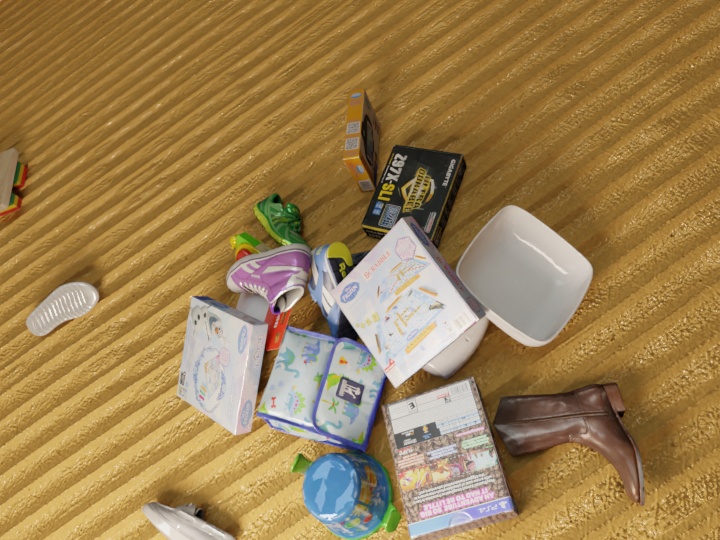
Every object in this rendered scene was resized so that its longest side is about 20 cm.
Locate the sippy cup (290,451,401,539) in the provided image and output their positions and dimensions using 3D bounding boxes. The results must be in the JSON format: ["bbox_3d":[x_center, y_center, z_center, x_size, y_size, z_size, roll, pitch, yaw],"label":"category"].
[{"bbox_3d":[-0.027,0.352,0.921,0.174,0.131,0.142,-15,61,13],"label":"sippy cup"}]

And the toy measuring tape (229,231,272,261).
[{"bbox_3d":[-0.200,-0.010,1.218,0.198,0.074,0.074,33,79,13],"label":"toy measuring tape"}]

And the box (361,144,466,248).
[{"bbox_3d":[0.109,-0.150,1.167,0.157,0.049,0.203,13,71,28],"label":"box"}]

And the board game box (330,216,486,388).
[{"bbox_3d":[0.071,0.054,0.950,0.200,0.041,0.201,-44,75,30],"label":"board game box"}]

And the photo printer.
[{"bbox_3d":[0.122,0.080,1.025,0.198,0.070,0.168,32,79,24],"label":"photo printer"}]

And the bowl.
[{"bbox_3d":[0.265,0.017,0.968,0.199,0.075,0.200,39,64,10],"label":"bowl"}]

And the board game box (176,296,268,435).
[{"bbox_3d":[-0.263,0.171,1.084,0.197,0.043,0.205,17,99,41],"label":"board game box"}]

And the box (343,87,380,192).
[{"bbox_3d":[0.006,-0.287,1.233,0.041,0.119,0.204,-3,64,19],"label":"box"}]

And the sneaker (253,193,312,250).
[{"bbox_3d":[-0.159,-0.100,1.230,0.083,0.074,0.200,-43,57,1],"label":"sneaker"}]

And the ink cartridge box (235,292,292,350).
[{"bbox_3d":[-0.191,0.075,1.111,0.199,0.056,0.166,-25,45,59],"label":"ink cartridge box"}]

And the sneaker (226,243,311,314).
[{"bbox_3d":[-0.179,0.030,1.057,0.198,0.072,0.116,-20,54,33],"label":"sneaker"}]

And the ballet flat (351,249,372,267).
[{"bbox_3d":[0.000,0.000,1.119,0.196,0.073,0.074,-16,60,10],"label":"ballet flat"}]

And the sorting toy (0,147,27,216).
[{"bbox_3d":[-1.048,-0.220,1.640,0.195,0.070,0.204,-17,60,13],"label":"sorting toy"}]

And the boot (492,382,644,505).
[{"bbox_3d":[0.306,0.267,0.871,0.196,0.065,0.189,-11,48,12],"label":"boot"}]

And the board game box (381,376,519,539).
[{"bbox_3d":[0.138,0.295,0.904,0.156,0.097,0.203,-19,59,11],"label":"board game box"}]

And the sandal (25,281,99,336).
[{"bbox_3d":[-0.702,0.081,1.363,0.200,0.084,0.050,-27,15,9],"label":"sandal"}]

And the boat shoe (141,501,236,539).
[{"bbox_3d":[-0.303,0.451,1.021,0.197,0.073,0.069,13,48,33],"label":"boat shoe"}]

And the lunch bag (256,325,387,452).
[{"bbox_3d":[-0.060,0.210,1.015,0.196,0.128,0.173,13,67,14],"label":"lunch bag"}]

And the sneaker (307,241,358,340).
[{"bbox_3d":[-0.050,0.046,1.081,0.081,0.073,0.205,2,105,41],"label":"sneaker"}]
